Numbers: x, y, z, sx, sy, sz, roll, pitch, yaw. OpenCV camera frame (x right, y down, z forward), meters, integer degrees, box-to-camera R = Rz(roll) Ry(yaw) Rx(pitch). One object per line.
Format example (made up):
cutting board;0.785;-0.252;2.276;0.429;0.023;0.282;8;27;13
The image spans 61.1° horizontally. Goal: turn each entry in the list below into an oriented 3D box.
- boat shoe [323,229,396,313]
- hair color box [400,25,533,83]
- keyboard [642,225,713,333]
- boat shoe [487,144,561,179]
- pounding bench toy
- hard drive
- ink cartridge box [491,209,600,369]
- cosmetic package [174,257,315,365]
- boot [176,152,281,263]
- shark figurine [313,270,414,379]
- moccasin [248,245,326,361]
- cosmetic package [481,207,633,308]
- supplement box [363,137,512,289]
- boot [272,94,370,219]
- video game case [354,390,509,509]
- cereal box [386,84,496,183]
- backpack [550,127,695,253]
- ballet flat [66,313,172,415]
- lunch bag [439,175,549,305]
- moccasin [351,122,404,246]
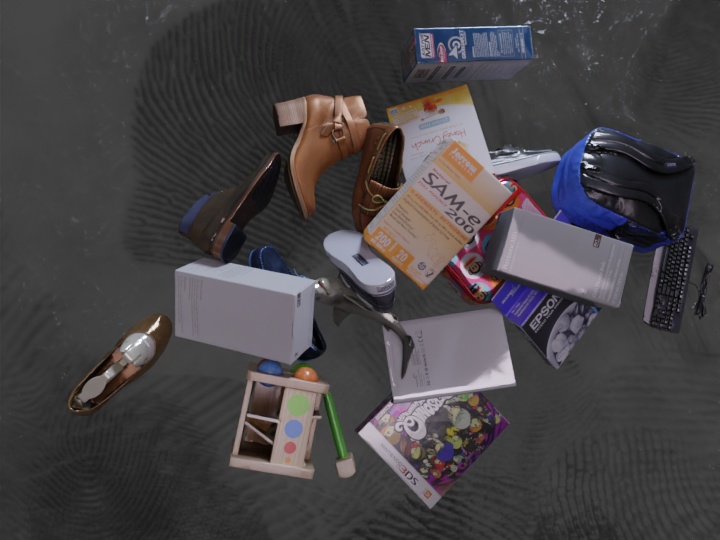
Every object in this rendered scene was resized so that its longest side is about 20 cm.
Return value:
boat shoe;0.000;0.000;0.959;0.072;0.200;0.068;-22;125;-18
hair color box;0.177;-0.364;1.030;0.199;0.100;0.061;-6;88;-10
keyboard;0.597;0.018;1.129;0.127;0.021;0.201;13;87;-9
boat shoe;0.250;-0.189;1.053;0.199;0.069;0.057;-12;80;-10
pounding bench toy;-0.090;0.227;0.952;0.199;0.124;0.157;12;86;-9
hard drive;0.143;0.139;1.007;0.199;0.026;0.132;-8;74;1
ink cartridge box;0.336;0.036;1.031;0.198;0.043;0.200;-51;124;-7
cosmetic package;-0.173;0.057;0.914;0.199;0.081;0.113;12;109;15
boot;-0.205;-0.116;0.962;0.097;0.075;0.200;22;70;15
shark figurine;0.000;0.077;1.001;0.214;0.128;0.090;34;116;-8
moccasin;-0.106;0.047;0.976;0.080;0.068;0.200;-38;104;-44
cosmetic package;0.302;-0.018;0.948;0.199;0.090;0.107;15;87;-7
supplement box;0.114;-0.088;0.938;0.126;0.074;0.200;40;100;-8
boot;-0.051;-0.192;1.002;0.154;0.074;0.201;-11;95;-16
video game case;0.122;0.264;1.031;0.200;0.036;0.181;-43;94;-9
cereal box;0.136;-0.193;1.010;0.143;0.040;0.201;-16;77;5
backpack;0.421;-0.127;1.025;0.199;0.168;0.163;22;69;-11
ballet flat;-0.371;0.147;0.934;0.200;0.072;0.068;-42;95;-9
lunch bag;0.213;-0.058;1.040;0.200;0.082;0.176;-41;91;-10
moccasin;0.036;-0.136;0.994;0.073;0.078;0.202;6;104;-32
